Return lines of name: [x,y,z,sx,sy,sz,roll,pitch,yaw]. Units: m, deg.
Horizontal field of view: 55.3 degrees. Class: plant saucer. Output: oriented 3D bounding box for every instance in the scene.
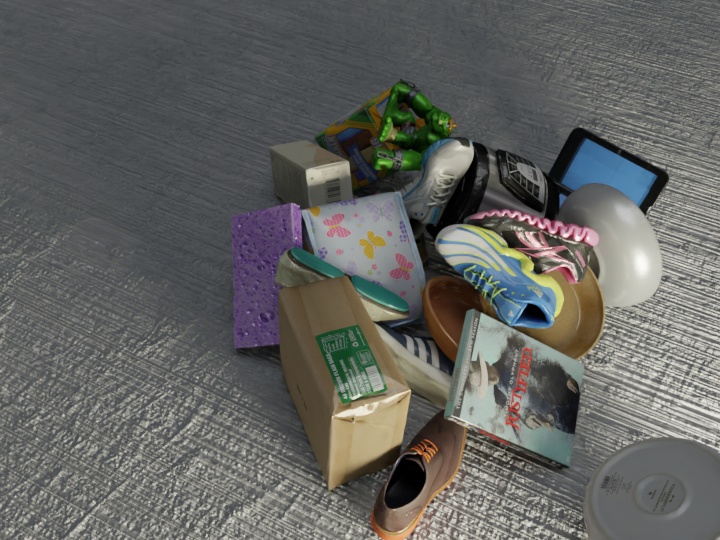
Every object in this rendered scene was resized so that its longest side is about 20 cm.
plant saucer: [0.166,0.091,0.990,0.199,0.038,0.201,28,29,-17]
plant saucer: [0.262,0.045,1.012,0.197,0.036,0.203,5,65,-11]

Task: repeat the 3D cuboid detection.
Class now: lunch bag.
lunch bag: [0.000,0.000,1.058,0.167,0.127,0.202,-14,76,-14]

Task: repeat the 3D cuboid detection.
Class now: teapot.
teapot: [0.358,0.305,0.784,0.198,0.147,0.198,-26,25,6]

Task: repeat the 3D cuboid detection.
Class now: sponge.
sponge: [-0.136,0.009,1.006,0.110,0.030,0.203,-7,81,25]

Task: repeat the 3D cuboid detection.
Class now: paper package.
paper package: [-0.029,0.139,0.876,0.102,0.192,0.201,-15,50,-16]

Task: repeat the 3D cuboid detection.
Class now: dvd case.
dvd case: [0.206,0.156,0.898,0.198,0.022,0.148,26,65,-19]

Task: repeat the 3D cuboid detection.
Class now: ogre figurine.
ogre figurine: [0.090,-0.225,1.119,0.118,0.099,0.201,20,31,-7]

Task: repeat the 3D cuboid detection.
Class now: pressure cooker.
pressure cooker: [0.225,-0.099,1.119,0.198,0.178,0.179,20,7,-19]

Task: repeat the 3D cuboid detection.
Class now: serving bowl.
serving bowl: [0.364,-0.030,1.062,0.065,0.201,0.201,-23,51,-17]

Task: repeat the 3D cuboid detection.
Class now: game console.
game console: [0.405,-0.135,1.220,0.199,0.119,0.170,36,54,28]

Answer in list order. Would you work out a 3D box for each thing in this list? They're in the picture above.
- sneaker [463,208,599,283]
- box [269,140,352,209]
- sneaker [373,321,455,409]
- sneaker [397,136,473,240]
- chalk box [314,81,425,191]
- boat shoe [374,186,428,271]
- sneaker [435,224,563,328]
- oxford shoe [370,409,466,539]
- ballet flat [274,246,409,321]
sneaker: [0.240,-0.030,0.986,0.197,0.079,0.097,12,89,-2]
box: [-0.088,-0.157,1.178,0.077,0.096,0.200,-15,26,-20]
sneaker: [0.085,0.119,0.986,0.199,0.075,0.085,34,52,10]
sneaker: [0.116,-0.117,1.048,0.074,0.201,0.088,8,53,-21]
chalk box: [0.013,-0.236,1.259,0.199,0.125,0.125,-15,24,49]
boat shoe: [0.071,-0.085,1.184,0.074,0.069,0.201,-12,48,-15]
sneaker: [0.188,0.011,0.928,0.198,0.076,0.105,27,29,-1]
oxford shoe: [0.083,0.243,0.866,0.071,0.073,0.200,23,49,19]
ballet flat: [-0.027,0.033,0.964,0.198,0.063,0.068,27,20,-9]
